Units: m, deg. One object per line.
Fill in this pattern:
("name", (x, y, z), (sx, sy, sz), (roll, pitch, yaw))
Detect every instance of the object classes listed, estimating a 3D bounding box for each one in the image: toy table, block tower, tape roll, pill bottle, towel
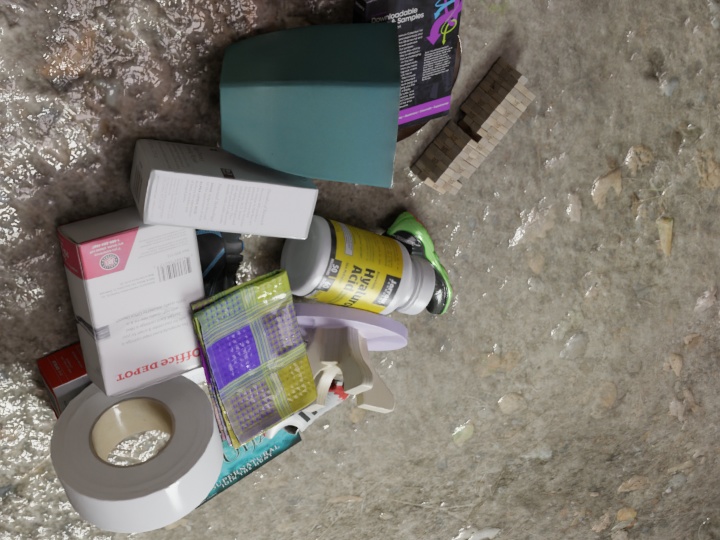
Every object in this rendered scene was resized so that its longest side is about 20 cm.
("toy table", (-0.029, 0.124, 1.567), (0.200, 0.117, 0.184), (10, 158, -16))
("block tower", (0.161, -0.197, 1.588), (0.200, 0.054, 0.058), (-51, 141, 12))
("tape roll", (-0.272, 0.215, 1.381), (0.202, 0.202, 0.071), (-27, 138, -19))
("pill bottle", (0.000, 0.000, 1.555), (0.200, 0.111, 0.111), (15, 116, -31))
("towel", (-0.129, 0.110, 1.419), (0.144, 0.023, 0.200), (-24, 115, -29))

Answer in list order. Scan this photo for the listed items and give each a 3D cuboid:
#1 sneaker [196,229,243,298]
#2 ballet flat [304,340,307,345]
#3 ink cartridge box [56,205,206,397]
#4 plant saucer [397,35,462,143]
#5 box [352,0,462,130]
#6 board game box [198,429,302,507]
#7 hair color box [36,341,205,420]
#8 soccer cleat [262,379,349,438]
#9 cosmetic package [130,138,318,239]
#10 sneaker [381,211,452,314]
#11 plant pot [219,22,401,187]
("sneaker", (-0.199, 0.017, 1.481), (0.082, 0.073, 0.200), (-6, 125, -15))
("ballet flat", (-0.113, 0.126, 1.635), (0.068, 0.075, 0.200), (-32, 148, 27))
("ink cartridge box", (-0.269, 0.031, 1.364), (0.146, 0.083, 0.200), (-18, 116, -28))
("plant saucer", (0.042, -0.250, 1.455), (0.200, 0.032, 0.200), (-23, 136, -23))
("box", (0.054, -0.265, 1.401), (0.143, 0.036, 0.200), (-20, 138, -25))
("board game box", (-0.193, 0.272, 1.740), (0.200, 0.028, 0.135), (-32, 141, -13))
("hair color box", (-0.308, 0.131, 1.485), (0.200, 0.064, 0.111), (-26, 137, -22))
("soccer cleat", (-0.086, 0.203, 1.709), (0.200, 0.069, 0.085), (-5, 112, -58))
("cosmetic package", (-0.161, -0.095, 1.326), (0.200, 0.102, 0.074), (3, 117, -23))
("sneaker", (0.077, -0.004, 1.689), (0.084, 0.077, 0.200), (-31, 131, -3))
("plant pot", (-0.059, -0.194, 1.301), (0.200, 0.141, 0.141), (1, 131, -3))
